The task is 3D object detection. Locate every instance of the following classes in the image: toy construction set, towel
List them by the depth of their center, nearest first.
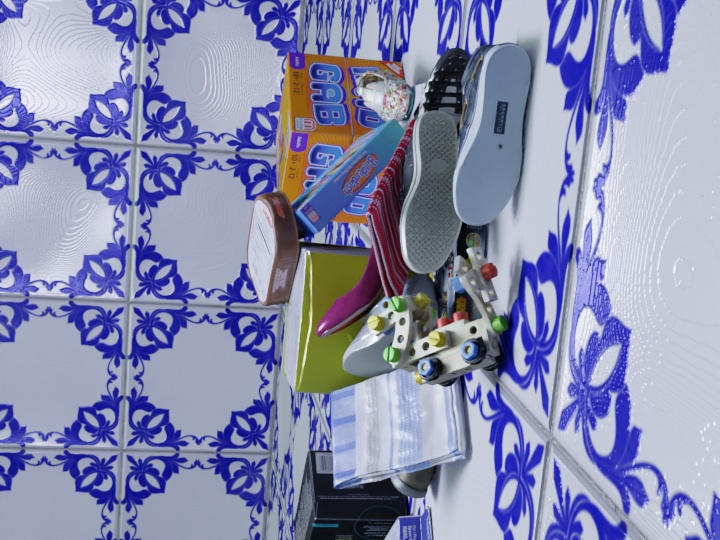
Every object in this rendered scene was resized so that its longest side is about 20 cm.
[{"bbox_3d":[0.097,0.058,1.238,0.200,0.092,0.132,-35,54,45],"label":"toy construction set"},{"bbox_3d":[0.057,-0.079,1.362,0.201,0.022,0.145,-64,-31,-44],"label":"towel"},{"bbox_3d":[0.045,0.194,1.397,0.024,0.199,0.148,37,-139,-46],"label":"towel"}]

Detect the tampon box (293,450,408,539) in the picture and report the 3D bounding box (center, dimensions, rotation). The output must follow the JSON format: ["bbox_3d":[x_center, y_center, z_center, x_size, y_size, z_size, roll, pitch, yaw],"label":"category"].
[{"bbox_3d":[-0.019,0.394,1.711,0.201,0.149,0.127,103,165,-44],"label":"tampon box"}]

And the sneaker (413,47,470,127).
[{"bbox_3d":[0.103,-0.213,1.438,0.091,0.066,0.201,-103,17,-51],"label":"sneaker"}]

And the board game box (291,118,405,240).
[{"bbox_3d":[-0.029,-0.128,1.576,0.200,0.045,0.152,-46,11,-17],"label":"board game box"}]

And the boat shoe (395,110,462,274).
[{"bbox_3d":[0.082,-0.090,1.292,0.062,0.074,0.202,125,150,-71],"label":"boat shoe"}]

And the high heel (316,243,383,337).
[{"bbox_3d":[0.000,0.000,1.450,0.096,0.200,0.067,49,169,8],"label":"high heel"}]

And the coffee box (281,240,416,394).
[{"bbox_3d":[-0.003,0.069,1.577,0.198,0.198,0.202,-154,69,-79],"label":"coffee box"}]

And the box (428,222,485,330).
[{"bbox_3d":[0.120,-0.019,1.362,0.137,0.040,0.202,180,93,-81],"label":"box"}]

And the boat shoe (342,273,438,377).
[{"bbox_3d":[0.042,0.073,1.417,0.201,0.070,0.072,-47,28,46],"label":"boat shoe"}]

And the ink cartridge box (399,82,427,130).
[{"bbox_3d":[0.082,-0.176,1.610,0.200,0.043,0.200,-146,61,-78],"label":"ink cartridge box"}]

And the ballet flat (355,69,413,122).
[{"bbox_3d":[0.031,-0.265,1.645,0.200,0.063,0.076,-122,40,-72],"label":"ballet flat"}]

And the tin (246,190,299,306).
[{"bbox_3d":[-0.129,-0.028,1.570,0.112,0.042,0.201,62,153,30],"label":"tin"}]

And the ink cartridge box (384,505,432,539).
[{"bbox_3d":[0.065,0.459,1.531,0.200,0.043,0.198,106,164,-56],"label":"ink cartridge box"}]

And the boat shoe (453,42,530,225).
[{"bbox_3d":[0.142,-0.154,1.213,0.091,0.070,0.202,-122,43,-75],"label":"boat shoe"}]

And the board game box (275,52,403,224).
[{"bbox_3d":[-0.035,-0.222,1.841,0.201,0.198,0.201,104,165,-48],"label":"board game box"}]

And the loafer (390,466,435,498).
[{"bbox_3d":[0.068,0.233,1.538,0.070,0.075,0.200,-57,32,24],"label":"loafer"}]

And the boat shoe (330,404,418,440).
[{"bbox_3d":[0.037,0.217,1.456,0.199,0.073,0.063,2,54,45],"label":"boat shoe"}]
